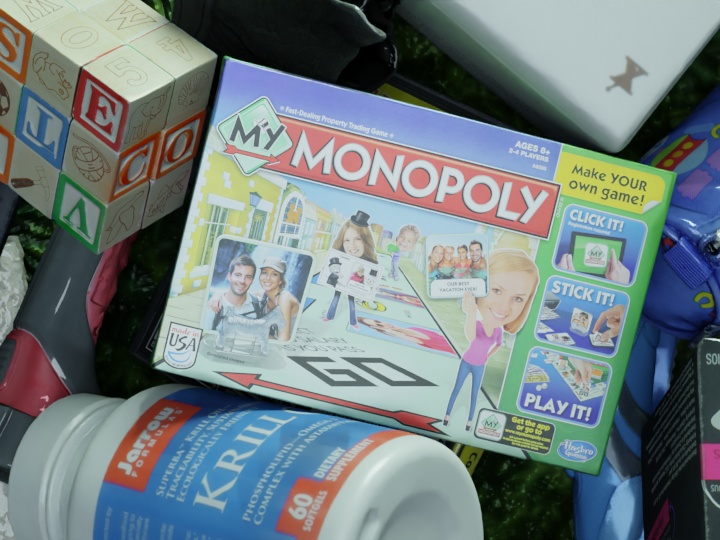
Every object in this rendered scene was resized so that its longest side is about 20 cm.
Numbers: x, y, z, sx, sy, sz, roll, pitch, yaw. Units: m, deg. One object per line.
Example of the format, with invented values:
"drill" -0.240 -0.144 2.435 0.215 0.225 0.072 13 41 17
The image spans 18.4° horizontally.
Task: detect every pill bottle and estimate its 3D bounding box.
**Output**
"pill bottle" -0.056 0.110 0.961 0.199 0.112 0.113 9 95 36

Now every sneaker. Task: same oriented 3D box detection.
"sneaker" 0.112 0.058 1.079 0.078 0.066 0.202 7 90 -5
"sneaker" -0.031 -0.105 0.997 0.104 0.200 0.060 36 71 7

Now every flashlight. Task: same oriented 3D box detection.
"flashlight" -0.125 0.010 1.061 0.068 0.068 0.201 21 78 14

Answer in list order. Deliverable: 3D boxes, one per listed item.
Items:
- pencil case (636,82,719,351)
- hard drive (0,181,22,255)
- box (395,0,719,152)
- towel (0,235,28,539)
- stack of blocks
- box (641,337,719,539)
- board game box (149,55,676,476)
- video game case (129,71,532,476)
"pencil case" 0.188 -0.055 1.028 0.200 0.087 0.078 -45 105 -23
"hard drive" -0.268 -0.017 1.059 0.199 0.042 0.136 17 75 6
"box" 0.091 -0.188 1.008 0.199 0.171 0.200 39 93 -3
"towel" -0.214 0.086 1.095 0.132 0.034 0.202 -11 94 1
"stack of blocks" -0.165 -0.094 1.006 0.200 0.058 0.116 36 134 21
"box" 0.193 0.144 0.966 0.121 0.106 0.201 4 65 -6
"board game box" 0.022 -0.001 0.947 0.199 0.029 0.136 13 95 -6
"video game case" 0.000 0.000 1.039 0.199 0.025 0.182 29 95 36
